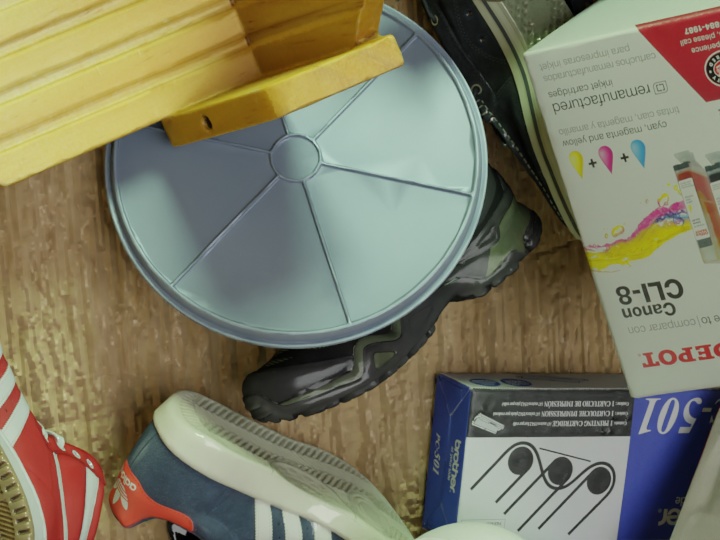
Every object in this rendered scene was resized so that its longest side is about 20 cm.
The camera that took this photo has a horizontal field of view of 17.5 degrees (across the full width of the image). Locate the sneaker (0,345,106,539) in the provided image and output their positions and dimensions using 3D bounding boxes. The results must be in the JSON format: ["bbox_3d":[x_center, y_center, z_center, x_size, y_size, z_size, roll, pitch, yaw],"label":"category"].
[{"bbox_3d":[-0.192,0.069,1.193,0.071,0.112,0.201,-21,76,12],"label":"sneaker"}]

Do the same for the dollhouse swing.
[{"bbox_3d":[-0.121,-0.150,1.121,0.175,0.182,0.201,-26,99,-28],"label":"dollhouse swing"}]

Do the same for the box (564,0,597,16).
[{"bbox_3d":[0.182,-0.143,1.351,0.160,0.043,0.201,-17,107,-23],"label":"box"}]

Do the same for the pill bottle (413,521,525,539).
[{"bbox_3d":[0.075,0.203,1.280,0.111,0.111,0.200,-60,148,-5],"label":"pill bottle"}]

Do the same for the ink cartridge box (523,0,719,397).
[{"bbox_3d":[0.202,-0.055,1.236,0.145,0.145,0.201,-39,114,-53],"label":"ink cartridge box"}]

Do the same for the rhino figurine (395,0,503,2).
[{"bbox_3d":[0.075,-0.186,1.214,0.199,0.060,0.088,-21,106,-37],"label":"rhino figurine"}]

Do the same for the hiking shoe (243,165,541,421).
[{"bbox_3d":[0.000,0.000,1.270,0.200,0.076,0.101,-39,97,-25],"label":"hiking shoe"}]

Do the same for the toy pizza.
[{"bbox_3d":[-0.033,-0.054,1.222,0.199,0.032,0.201,0,72,0],"label":"toy pizza"}]

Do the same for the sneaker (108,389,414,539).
[{"bbox_3d":[-0.053,0.138,1.279,0.200,0.075,0.085,32,106,-33],"label":"sneaker"}]

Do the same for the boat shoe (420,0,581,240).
[{"bbox_3d":[0.088,-0.106,1.284,0.075,0.062,0.201,-34,99,-43],"label":"boat shoe"}]

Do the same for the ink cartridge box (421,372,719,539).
[{"bbox_3d":[0.137,0.109,1.374,0.199,0.044,0.095,1,100,-27],"label":"ink cartridge box"}]

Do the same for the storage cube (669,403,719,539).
[{"bbox_3d":[0.289,0.187,1.350,0.180,0.170,0.201,41,66,-47],"label":"storage cube"}]
